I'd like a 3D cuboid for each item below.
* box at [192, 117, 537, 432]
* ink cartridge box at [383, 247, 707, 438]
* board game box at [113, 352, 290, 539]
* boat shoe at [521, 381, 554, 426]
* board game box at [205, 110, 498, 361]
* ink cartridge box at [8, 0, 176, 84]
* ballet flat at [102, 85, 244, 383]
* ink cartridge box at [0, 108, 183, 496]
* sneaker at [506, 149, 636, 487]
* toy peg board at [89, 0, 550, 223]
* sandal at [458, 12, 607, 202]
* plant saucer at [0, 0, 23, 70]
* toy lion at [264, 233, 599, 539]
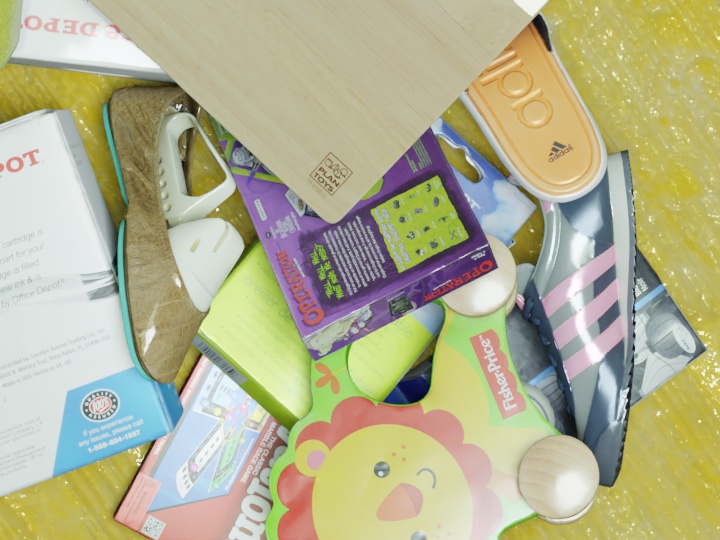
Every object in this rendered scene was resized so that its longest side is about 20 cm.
[{"bbox_3d":[0.000,0.000,1.369,0.122,0.048,0.200,42,74,-5],"label":"box"},{"bbox_3d":[0.108,0.068,1.408,0.199,0.039,0.100,-37,97,-3],"label":"ink cartridge box"},{"bbox_3d":[-0.061,0.088,1.399,0.102,0.019,0.201,28,90,-8],"label":"board game box"},{"bbox_3d":[0.035,0.144,1.363,0.200,0.072,0.070,-39,96,14],"label":"boat shoe"},{"bbox_3d":[-0.009,-0.051,1.321,0.119,0.201,0.032,-24,140,0],"label":"board game box"},{"bbox_3d":[-0.145,-0.218,1.340,0.146,0.086,0.202,6,91,-7],"label":"ink cartridge box"},{"bbox_3d":[-0.106,-0.031,1.321,0.072,0.068,0.201,-18,53,12],"label":"ballet flat"},{"bbox_3d":[-0.207,0.022,1.338,0.145,0.086,0.202,-20,94,3],"label":"ink cartridge box"},{"bbox_3d":[0.125,0.029,1.362,0.081,0.070,0.202,0,88,5],"label":"sneaker"},{"bbox_3d":[-0.017,-0.172,1.281,0.200,0.098,0.199,43,105,-6],"label":"toy peg board"},{"bbox_3d":[0.082,-0.135,1.344,0.079,0.059,0.207,-31,66,-7],"label":"sandal"},{"bbox_3d":[-0.245,-0.201,1.298,0.048,0.199,0.202,4,93,-40],"label":"plant saucer"},{"bbox_3d":[0.029,0.103,1.303,0.190,0.069,0.201,-22,80,0],"label":"toy lion"}]
